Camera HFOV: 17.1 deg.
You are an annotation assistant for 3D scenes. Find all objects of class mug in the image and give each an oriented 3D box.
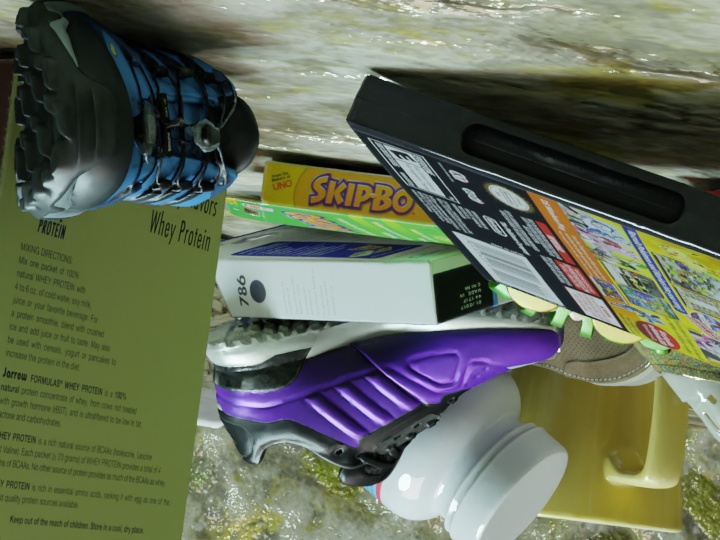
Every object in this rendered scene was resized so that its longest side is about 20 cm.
[{"bbox_3d":[0.151,0.082,1.505,0.185,0.155,0.149,3,173,36],"label":"mug"}]

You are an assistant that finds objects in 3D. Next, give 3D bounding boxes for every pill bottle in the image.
[{"bbox_3d":[0.024,0.077,1.430,0.200,0.109,0.109,41,-172,22],"label":"pill bottle"}]

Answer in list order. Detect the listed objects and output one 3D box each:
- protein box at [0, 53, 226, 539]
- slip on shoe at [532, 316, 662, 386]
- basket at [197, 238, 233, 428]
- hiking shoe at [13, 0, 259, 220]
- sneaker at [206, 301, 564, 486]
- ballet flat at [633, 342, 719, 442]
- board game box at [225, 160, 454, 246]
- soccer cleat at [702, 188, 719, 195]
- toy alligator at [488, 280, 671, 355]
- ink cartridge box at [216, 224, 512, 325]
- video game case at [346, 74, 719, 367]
[{"bbox_3d":[-0.168,0.022,1.041,0.134,0.202,0.198,5,174,24],"label":"protein box"},{"bbox_3d":[0.111,0.019,1.358,0.060,0.077,0.200,11,-178,-31],"label":"slip on shoe"},{"bbox_3d":[-0.172,0.027,1.520,0.135,0.124,0.200,5,174,24],"label":"basket"},{"bbox_3d":[-0.078,-0.057,0.851,0.086,0.075,0.200,0,-175,-5],"label":"hiking shoe"},{"bbox_3d":[0.017,0.067,1.329,0.198,0.100,0.070,-7,-168,5],"label":"sneaker"},{"bbox_3d":[0.207,0.062,1.159,0.198,0.071,0.071,17,176,5],"label":"ballet flat"},{"bbox_3d":[0.033,-0.028,1.178,0.198,0.030,0.096,5,176,-1],"label":"board game box"},{"bbox_3d":[0.210,-0.005,1.012,0.085,0.069,0.199,0,-177,-36],"label":"soccer cleat"},{"bbox_3d":[0.128,0.014,1.107,0.199,0.060,0.054,21,134,0],"label":"toy alligator"},{"bbox_3d":[0.000,0.000,1.311,0.099,0.040,0.199,-17,-166,-43],"label":"ink cartridge box"},{"bbox_3d":[0.105,-0.006,0.938,0.180,0.026,0.200,21,171,24],"label":"video game case"}]
